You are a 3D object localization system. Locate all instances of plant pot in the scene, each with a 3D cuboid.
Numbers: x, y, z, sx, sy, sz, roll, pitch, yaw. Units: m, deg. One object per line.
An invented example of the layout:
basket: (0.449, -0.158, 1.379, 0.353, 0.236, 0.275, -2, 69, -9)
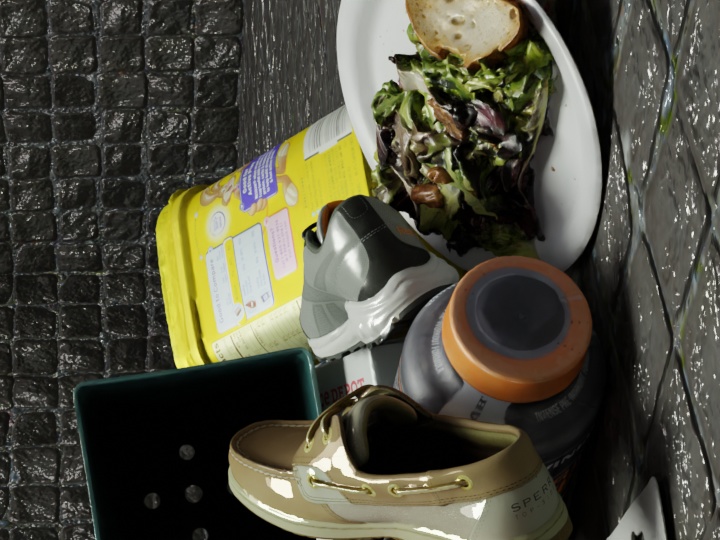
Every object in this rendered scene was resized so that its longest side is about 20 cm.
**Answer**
plant pot: (-0.098, 0.138, 1.304, 0.200, 0.140, 0.142, 132, 129, -79)

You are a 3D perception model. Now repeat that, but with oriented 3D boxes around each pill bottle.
pill bottle: (0.067, 0.072, 1.089, 0.200, 0.106, 0.107, 100, 166, -59)

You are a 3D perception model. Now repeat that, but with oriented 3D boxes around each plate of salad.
plate of salad: (0.047, -0.080, 1.111, 0.200, 0.048, 0.201, 32, 137, 36)

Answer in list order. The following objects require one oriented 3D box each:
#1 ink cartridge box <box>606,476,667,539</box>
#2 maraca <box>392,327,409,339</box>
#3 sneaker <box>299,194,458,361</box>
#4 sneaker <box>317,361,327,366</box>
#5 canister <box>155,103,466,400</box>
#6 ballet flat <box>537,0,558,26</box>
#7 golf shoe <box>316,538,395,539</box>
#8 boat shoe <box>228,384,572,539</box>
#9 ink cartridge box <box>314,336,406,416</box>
ink cartridge box: (0.106, 0.205, 0.958, 0.117, 0.067, 0.201, 103, 164, -65)
maraca: (0.011, 0.007, 1.498, 0.200, 0.106, 0.138, -10, -86, -81)
sneaker: (0.000, 0.000, 1.166, 0.080, 0.074, 0.200, 57, 166, 1)
sneaker: (-0.005, 0.053, 1.661, 0.070, 0.108, 0.201, 137, 132, -80)
canister: (-0.033, -0.013, 1.353, 0.200, 0.086, 0.149, -27, 65, 41)
ballet flat: (0.076, -0.100, 1.168, 0.064, 0.076, 0.200, 46, 146, 17)
golf shoe: (0.034, 0.194, 1.093, 0.200, 0.088, 0.077, 45, 172, -32)
boat shoe: (0.012, 0.089, 1.009, 0.074, 0.199, 0.067, -39, -56, -42)
ink cartridge box: (0.031, 0.143, 1.262, 0.145, 0.083, 0.201, 152, 109, -66)
